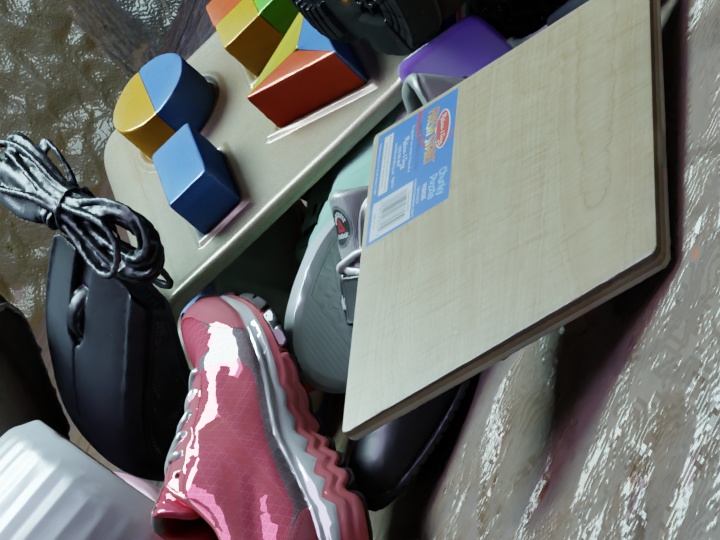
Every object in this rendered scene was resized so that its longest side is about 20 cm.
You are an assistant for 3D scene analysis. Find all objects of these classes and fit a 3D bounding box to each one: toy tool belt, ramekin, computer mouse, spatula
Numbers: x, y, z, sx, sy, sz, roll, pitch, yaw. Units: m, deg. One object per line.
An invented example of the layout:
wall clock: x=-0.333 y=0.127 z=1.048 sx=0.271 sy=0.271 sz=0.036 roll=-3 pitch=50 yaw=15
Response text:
toy tool belt: x=-0.059 y=0.046 z=1.491 sx=0.201 sy=0.124 sz=0.124 roll=-109 pitch=22 yaw=-52
ramekin: x=-0.117 y=0.153 z=1.315 sx=0.095 sy=0.202 sz=0.202 roll=-55 pitch=9 yaw=-6
computer mouse: x=-0.131 y=0.036 z=1.385 sx=0.053 sy=0.201 sz=0.138 roll=-36 pitch=42 yaw=-22
spatula: x=0.084 y=-0.105 z=1.245 sx=0.021 sy=0.057 sz=0.200 roll=-52 pitch=13 yaw=-28

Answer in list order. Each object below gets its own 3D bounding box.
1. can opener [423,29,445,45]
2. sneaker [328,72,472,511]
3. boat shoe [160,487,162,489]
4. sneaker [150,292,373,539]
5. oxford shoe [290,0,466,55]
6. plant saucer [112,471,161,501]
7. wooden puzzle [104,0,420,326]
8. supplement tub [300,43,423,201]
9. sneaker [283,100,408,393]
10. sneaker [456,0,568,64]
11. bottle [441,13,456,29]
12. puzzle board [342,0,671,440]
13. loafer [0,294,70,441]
can opener: x=0.041 y=-0.164 z=1.537 sx=0.200 sy=0.066 sz=0.054 roll=-86 pitch=22 yaw=-61
sneaker: x=0.017 y=0.006 z=1.243 sx=0.074 sy=0.088 sz=0.201 roll=153 pitch=138 yaw=-72
boat shoe: x=-0.093 y=0.142 z=1.555 sx=0.075 sy=0.062 sz=0.201 roll=163 pitch=131 yaw=-78
sneaker: x=-0.059 y=0.082 z=1.236 sx=0.201 sy=0.086 sz=0.074 roll=-120 pitch=16 yaw=-47
oxford shoe: x=0.007 y=-0.156 z=1.328 sx=0.084 sy=0.073 sz=0.200 roll=-38 pitch=30 yaw=-14
plant saucer: x=-0.141 y=0.211 z=1.486 sx=0.200 sy=0.051 sz=0.202 roll=-21 pitch=60 yaw=40
wooden puzzle: x=-0.064 y=-0.087 z=1.429 sx=0.200 sy=0.046 sz=0.186 roll=-47 pitch=31 yaw=13
supplement tub: x=-0.009 y=-0.100 z=1.536 sx=0.107 sy=0.106 sz=0.200 roll=-63 pitch=10 yaw=18
sneaker: x=0.000 y=0.000 z=1.357 sx=0.118 sy=0.074 sz=0.201 roll=-43 pitch=15 yaw=50
sneaker: x=0.094 y=-0.194 z=1.328 sx=0.093 sy=0.070 sz=0.201 roll=-138 pitch=69 yaw=-73
bottle: x=0.044 y=-0.207 z=1.374 sx=0.084 sy=0.065 sz=0.201 roll=-50 pitch=-23 yaw=-24
puzzle board: x=0.062 y=-0.029 z=1.118 sx=0.150 sy=0.017 sz=0.201 roll=-32 pitch=29 yaw=26
loafer: x=-0.169 y=0.095 z=1.421 sx=0.073 sy=0.071 sz=0.201 roll=-43 pitch=-48 yaw=-39
